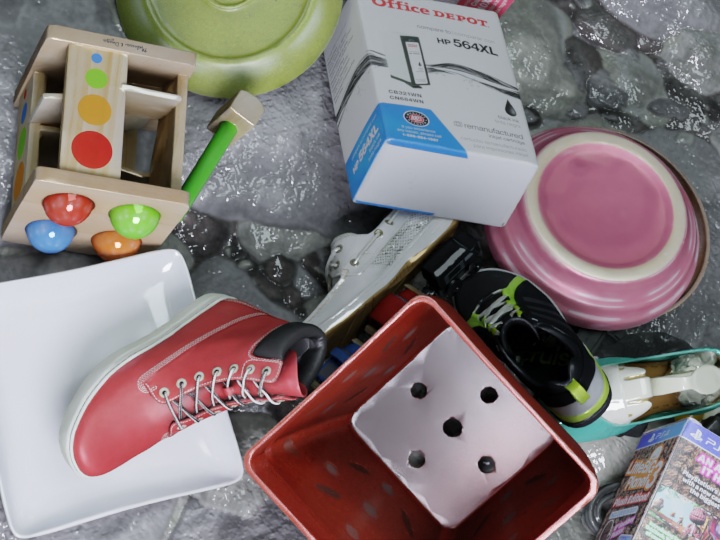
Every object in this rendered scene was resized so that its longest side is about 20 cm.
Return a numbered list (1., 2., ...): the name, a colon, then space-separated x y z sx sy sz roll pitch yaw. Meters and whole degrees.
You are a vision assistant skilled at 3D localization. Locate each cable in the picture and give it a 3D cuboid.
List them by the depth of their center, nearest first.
1. cable: 0.277 0.182 1.814 0.200 0.050 0.097 -40 102 -19

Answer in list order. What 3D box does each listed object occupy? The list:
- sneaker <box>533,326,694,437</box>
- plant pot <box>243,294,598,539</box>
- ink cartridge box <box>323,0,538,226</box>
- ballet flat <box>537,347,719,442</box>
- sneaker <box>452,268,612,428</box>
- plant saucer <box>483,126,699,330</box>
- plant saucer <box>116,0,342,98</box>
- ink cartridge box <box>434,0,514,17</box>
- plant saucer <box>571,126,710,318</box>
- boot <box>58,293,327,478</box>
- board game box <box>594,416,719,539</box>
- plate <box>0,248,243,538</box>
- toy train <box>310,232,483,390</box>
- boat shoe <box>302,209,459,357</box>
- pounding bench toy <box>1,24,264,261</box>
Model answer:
1. sneaker: 0.208 0.116 1.788 0.104 0.060 0.200 36 55 0
2. plant pot: 0.061 0.142 1.623 0.200 0.200 0.176 48 14 3
3. ink cartridge box: 0.059 -0.145 1.789 0.146 0.084 0.200 8 46 -21
4. ballet flat: 0.242 0.099 1.738 0.200 0.070 0.067 -9 78 -29
5. sneaker: 0.139 0.049 1.702 0.072 0.083 0.200 -45 49 -1
6. plant saucer: 0.210 -0.046 1.815 0.200 0.051 0.201 6 62 -11
7. plant saucer: -0.114 -0.250 1.782 0.200 0.031 0.200 0 81 -3
8. ink cartridge box: 0.046 -0.321 1.895 0.200 0.084 0.145 17 63 -15
9. plant saucer: 0.217 -0.036 1.861 0.200 0.037 0.201 7 61 -12
10. boot: -0.123 0.096 1.561 0.200 0.144 0.072 -41 126 -28
11. board game box: 0.281 0.252 1.717 0.159 0.097 0.200 31 71 -8
12. plate: -0.210 0.096 1.624 0.200 0.032 0.200 -13 80 -27
13. toy train: 0.031 0.041 1.726 0.034 0.046 0.200 35 72 30
14. boat shoe: 0.000 0.000 1.750 0.069 0.071 0.200 41 57 9
15. pounding bench toy: -0.178 -0.087 1.674 0.200 0.124 0.156 9 65 -20
